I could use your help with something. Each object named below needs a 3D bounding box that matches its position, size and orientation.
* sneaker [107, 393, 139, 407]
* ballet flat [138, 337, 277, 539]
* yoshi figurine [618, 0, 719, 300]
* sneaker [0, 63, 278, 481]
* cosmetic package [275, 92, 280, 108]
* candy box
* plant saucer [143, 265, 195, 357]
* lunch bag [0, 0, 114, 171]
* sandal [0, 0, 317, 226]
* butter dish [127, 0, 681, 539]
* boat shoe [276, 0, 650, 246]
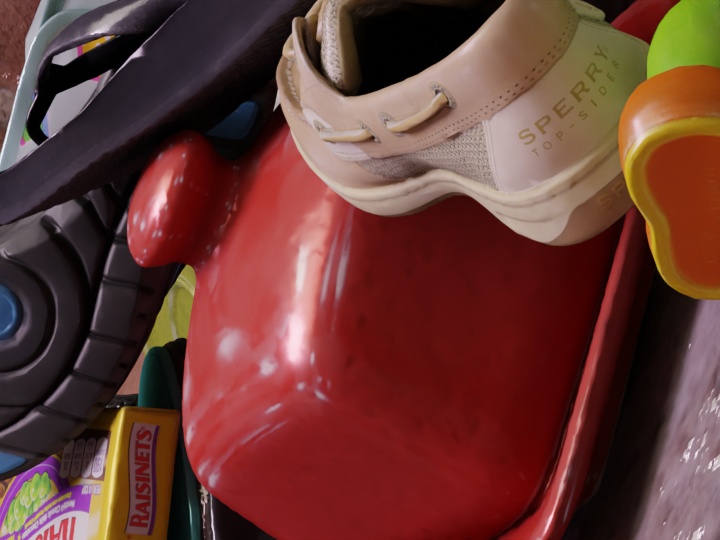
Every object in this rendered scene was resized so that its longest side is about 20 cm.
[{"bbox_3d":[-0.093,0.107,1.173,0.200,0.080,0.087,-50,55,54],"label":"sneaker"},{"bbox_3d":[-0.036,0.116,1.021,0.073,0.073,0.201,125,145,-52],"label":"ballet flat"},{"bbox_3d":[0.110,-0.092,0.689,0.112,0.112,0.201,-40,24,37],"label":"yoshi figurine"},{"bbox_3d":[-0.088,-0.009,1.026,0.200,0.073,0.082,-49,2,15],"label":"sneaker"},{"bbox_3d":[0.014,-0.081,1.173,0.108,0.084,0.201,-26,44,70],"label":"cosmetic package"},{"bbox_3d":[-0.114,0.103,1.085,0.200,0.026,0.103,169,106,-66],"label":"candy box"},{"bbox_3d":[-0.048,0.025,1.112,0.200,0.031,0.201,163,90,-71],"label":"plant saucer"},{"bbox_3d":[-0.070,-0.081,1.359,0.122,0.169,0.201,114,171,-60],"label":"lunch bag"},{"bbox_3d":[-0.051,-0.072,0.906,0.200,0.043,0.076,-34,-6,38],"label":"sandal"},{"bbox_3d":[0.000,0.000,0.919,0.199,0.147,0.201,134,155,-66],"label":"butter dish"},{"bbox_3d":[0.017,-0.056,0.775,0.072,0.065,0.200,-49,21,-6],"label":"boat shoe"}]
